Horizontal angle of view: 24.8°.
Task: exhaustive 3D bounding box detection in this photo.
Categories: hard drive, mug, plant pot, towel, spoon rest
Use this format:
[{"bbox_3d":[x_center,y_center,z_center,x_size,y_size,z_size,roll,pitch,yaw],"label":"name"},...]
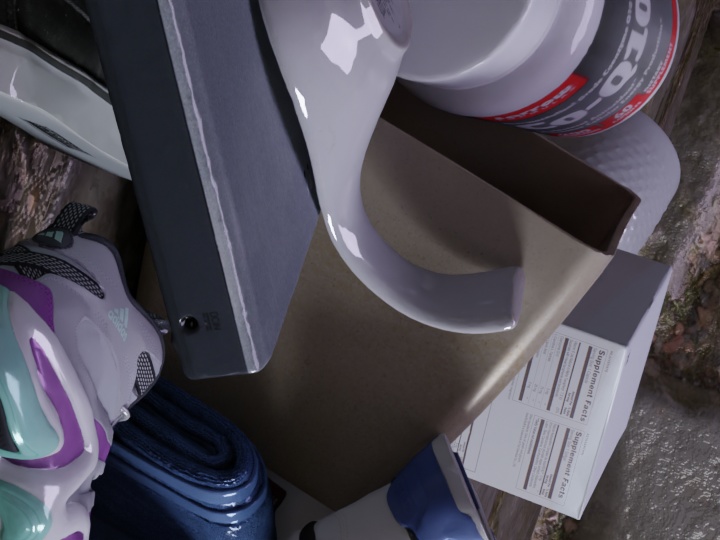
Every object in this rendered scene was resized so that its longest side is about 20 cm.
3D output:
[{"bbox_3d":[-0.056,-0.085,0.553,0.140,0.033,0.201,-75,155,-63],"label":"hard drive"},{"bbox_3d":[0.191,-0.046,1.574,0.176,0.148,0.200,-54,-171,-35],"label":"mug"},{"bbox_3d":[0.000,0.000,0.796,0.178,0.199,0.200,-60,173,15],"label":"plant pot"},{"bbox_3d":[-0.086,0.129,0.782,0.049,0.111,0.201,-46,152,-36],"label":"towel"},{"bbox_3d":[0.001,-0.060,0.628,0.201,0.060,0.099,64,22,-24],"label":"spoon rest"}]

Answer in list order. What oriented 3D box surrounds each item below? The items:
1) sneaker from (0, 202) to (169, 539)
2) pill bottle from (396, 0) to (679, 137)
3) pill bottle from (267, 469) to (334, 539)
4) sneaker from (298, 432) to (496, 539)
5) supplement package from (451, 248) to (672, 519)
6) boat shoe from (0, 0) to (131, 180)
[{"bbox_3d":[-0.118,0.067,0.661,0.140,0.077,0.201,-52,157,-50],"label":"sneaker"},{"bbox_3d":[0.070,-0.124,0.757,0.200,0.113,0.114,-1,110,-65],"label":"pill bottle"},{"bbox_3d":[-0.017,0.148,0.884,0.200,0.113,0.113,19,-90,67],"label":"pill bottle"},{"bbox_3d":[0.018,0.165,0.749,0.081,0.115,0.200,-107,174,-51],"label":"sneaker"},{"bbox_3d":[0.106,0.057,1.228,0.152,0.199,0.151,-45,150,-58],"label":"supplement package"},{"bbox_3d":[-0.091,-0.072,0.601,0.200,0.070,0.064,35,75,-73],"label":"boat shoe"}]
